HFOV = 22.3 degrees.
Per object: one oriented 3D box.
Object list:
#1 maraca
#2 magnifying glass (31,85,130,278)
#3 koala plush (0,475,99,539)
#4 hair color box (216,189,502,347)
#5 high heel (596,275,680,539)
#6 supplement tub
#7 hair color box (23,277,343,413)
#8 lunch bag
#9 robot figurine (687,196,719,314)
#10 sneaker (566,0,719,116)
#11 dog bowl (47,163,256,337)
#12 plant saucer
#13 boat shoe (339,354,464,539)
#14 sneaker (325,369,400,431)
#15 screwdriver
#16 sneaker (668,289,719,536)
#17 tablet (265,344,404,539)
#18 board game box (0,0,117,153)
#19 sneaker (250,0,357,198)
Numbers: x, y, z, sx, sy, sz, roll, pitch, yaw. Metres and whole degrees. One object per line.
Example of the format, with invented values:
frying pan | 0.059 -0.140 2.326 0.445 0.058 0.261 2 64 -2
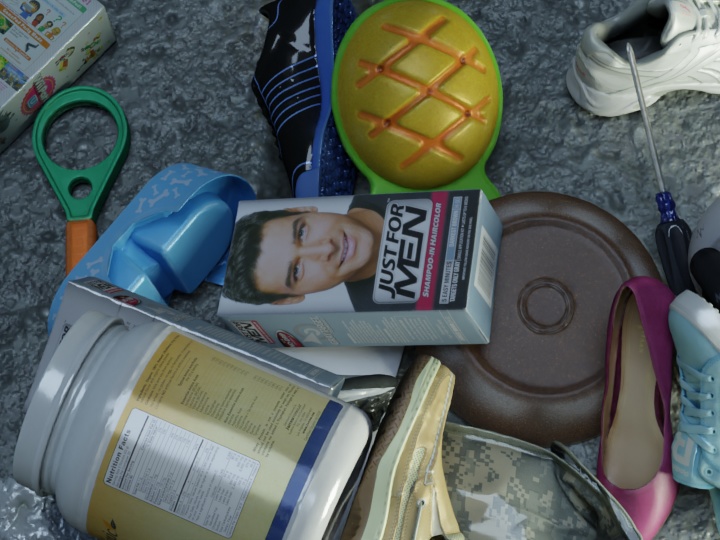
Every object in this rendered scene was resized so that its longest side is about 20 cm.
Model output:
maraca | 0.047 -0.115 1.428 0.136 0.107 0.202 -7 92 -4
magnifying glass | -0.224 -0.056 1.466 0.079 0.022 0.201 -5 66 2
koala plush | -0.164 0.214 1.276 0.177 0.184 0.200 -9 50 -47
hair color box | 0.000 0.000 1.363 0.198 0.061 0.100 -2 63 23
high heel | 0.189 0.105 1.308 0.067 0.096 0.202 4 83 34
supplement tub | -0.106 0.119 1.164 0.199 0.145 0.145 23 71 6
hair color box | -0.123 0.087 1.275 0.199 0.061 0.100 22 96 5
lunch bag | 0.103 0.184 1.263 0.198 0.164 0.118 13 70 11
robot figurine | 0.321 0.024 1.328 0.124 0.150 0.201 -30 55 2
sneaker | 0.262 -0.185 1.439 0.199 0.100 0.078 -20 68 -4
dog bowl | -0.161 0.002 1.392 0.049 0.112 0.200 29 72 29
plant saucer | 0.138 0.031 1.379 0.199 0.037 0.202 0 75 -1
boat shoe | 0.031 0.157 1.166 0.076 0.072 0.201 20 83 2
sneaker | -0.067 0.089 1.353 0.198 0.074 0.080 -4 62 2
screwdriver | 0.225 -0.076 1.398 0.029 0.028 0.201 -18 92 -30
sneaker | 0.252 0.112 1.285 0.082 0.074 0.201 -32 108 -11
tablet | -0.047 0.107 1.389 0.129 0.014 0.201 14 70 9
board game box | -0.323 -0.177 1.498 0.147 0.064 0.200 39 77 17
sneaker | -0.048 -0.129 1.463 0.077 0.070 0.202 -5 71 25
